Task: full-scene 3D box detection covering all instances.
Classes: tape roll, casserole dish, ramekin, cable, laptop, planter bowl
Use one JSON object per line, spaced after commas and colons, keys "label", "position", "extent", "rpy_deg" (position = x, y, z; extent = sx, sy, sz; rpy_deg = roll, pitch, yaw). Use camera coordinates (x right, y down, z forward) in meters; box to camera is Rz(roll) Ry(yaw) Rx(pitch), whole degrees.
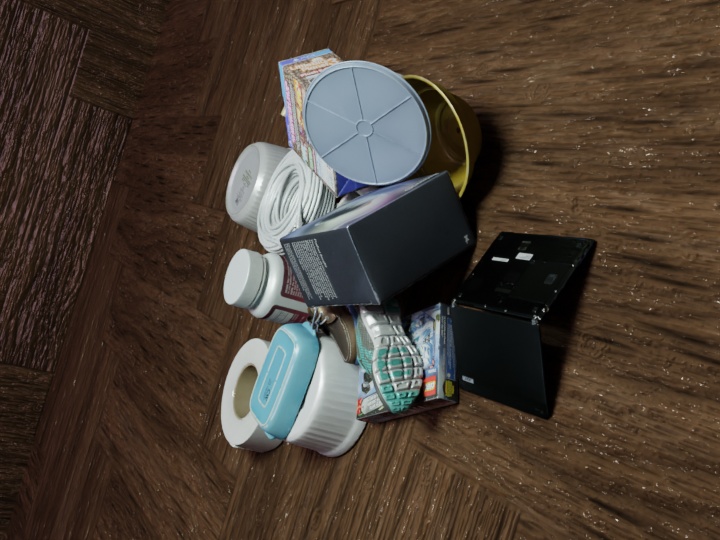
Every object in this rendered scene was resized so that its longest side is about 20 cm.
{"label": "tape roll", "position": [-0.189, 0.235, 1.546], "extent": [0.202, 0.070, 0.205], "rpy_deg": [-33, 49, 47]}
{"label": "casserole dish", "position": [-0.128, 0.174, 1.321], "extent": [0.121, 0.038, 0.202], "rpy_deg": [34, 105, 59]}
{"label": "ramekin", "position": [-0.206, -0.177, 1.748], "extent": [0.199, 0.104, 0.203], "rpy_deg": [-32, 49, 47]}
{"label": "cable", "position": [-0.115, -0.121, 1.472], "extent": [0.199, 0.069, 0.203], "rpy_deg": [0, 72, 59]}
{"label": "laptop", "position": [0.208, 0.061, 1.050], "extent": [0.201, 0.103, 0.177], "rpy_deg": [-52, 28, -16]}
{"label": "planter bowl", "position": [0.120, -0.198, 1.215], "extent": [0.200, 0.083, 0.203], "rpy_deg": [37, 139, 41]}
{"label": "ramekin", "position": [-0.070, 0.197, 1.347], "extent": [0.200, 0.097, 0.203], "rpy_deg": [-33, 49, 48]}

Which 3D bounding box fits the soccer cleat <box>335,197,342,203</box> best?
{"label": "soccer cleat", "position": [-0.078, -0.137, 1.566], "extent": [0.200, 0.068, 0.086], "rpy_deg": [46, 126, 57]}

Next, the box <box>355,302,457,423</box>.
{"label": "box", "position": [0.067, 0.141, 1.208], "extent": [0.199, 0.039, 0.139], "rpy_deg": [-26, 53, 51]}

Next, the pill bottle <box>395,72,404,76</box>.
{"label": "pill bottle", "position": [0.036, -0.286, 1.404], "extent": [0.200, 0.110, 0.112], "rpy_deg": [39, 108, 57]}

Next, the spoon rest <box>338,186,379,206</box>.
{"label": "spoon rest", "position": [0.002, -0.154, 1.431], "extent": [0.099, 0.060, 0.201], "rpy_deg": [-46, 18, 27]}

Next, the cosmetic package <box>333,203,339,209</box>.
{"label": "cosmetic package", "position": [-0.072, -0.057, 1.502], "extent": [0.199, 0.073, 0.103], "rpy_deg": [-6, 70, 56]}

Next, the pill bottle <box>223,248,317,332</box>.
{"label": "pill bottle", "position": [-0.129, 0.036, 1.421], "extent": [0.114, 0.198, 0.116], "rpy_deg": [-33, 48, 46]}

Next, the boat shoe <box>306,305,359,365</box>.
{"label": "boat shoe", "position": [-0.050, 0.066, 1.303], "extent": [0.073, 0.071, 0.202], "rpy_deg": [110, 146, -47]}

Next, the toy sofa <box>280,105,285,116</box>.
{"label": "toy sofa", "position": [-0.103, -0.323, 1.661], "extent": [0.084, 0.097, 0.200], "rpy_deg": [-64, 33, 13]}

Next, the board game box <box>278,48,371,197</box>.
{"label": "board game box", "position": [-0.046, -0.246, 1.347], "extent": [0.200, 0.096, 0.161], "rpy_deg": [50, 153, 46]}

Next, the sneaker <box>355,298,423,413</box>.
{"label": "sneaker", "position": [0.034, 0.127, 1.178], "extent": [0.092, 0.076, 0.202], "rpy_deg": [111, 156, -43]}

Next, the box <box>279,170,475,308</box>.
{"label": "box", "position": [0.023, -0.044, 1.196], "extent": [0.197, 0.199, 0.125], "rpy_deg": [-5, 112, 56]}

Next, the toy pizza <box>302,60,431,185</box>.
{"label": "toy pizza", "position": [0.010, -0.214, 1.195], "extent": [0.200, 0.200, 0.032], "rpy_deg": [-40, 14, 41]}
